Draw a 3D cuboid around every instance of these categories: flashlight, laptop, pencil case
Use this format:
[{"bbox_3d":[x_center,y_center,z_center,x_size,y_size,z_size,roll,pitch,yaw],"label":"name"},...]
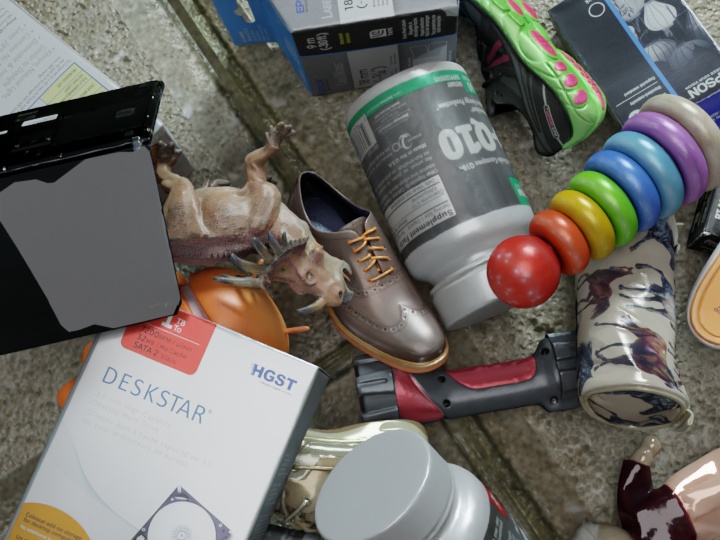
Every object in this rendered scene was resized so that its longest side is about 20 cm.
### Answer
[{"bbox_3d":[0.096,0.086,0.792,0.200,0.068,0.068,-11,34,-1],"label":"flashlight"},{"bbox_3d":[-0.222,-0.043,0.701,0.177,0.200,0.103,-13,120,0],"label":"laptop"},{"bbox_3d":[0.212,0.030,0.751,0.089,0.078,0.200,3,54,9],"label":"pencil case"}]

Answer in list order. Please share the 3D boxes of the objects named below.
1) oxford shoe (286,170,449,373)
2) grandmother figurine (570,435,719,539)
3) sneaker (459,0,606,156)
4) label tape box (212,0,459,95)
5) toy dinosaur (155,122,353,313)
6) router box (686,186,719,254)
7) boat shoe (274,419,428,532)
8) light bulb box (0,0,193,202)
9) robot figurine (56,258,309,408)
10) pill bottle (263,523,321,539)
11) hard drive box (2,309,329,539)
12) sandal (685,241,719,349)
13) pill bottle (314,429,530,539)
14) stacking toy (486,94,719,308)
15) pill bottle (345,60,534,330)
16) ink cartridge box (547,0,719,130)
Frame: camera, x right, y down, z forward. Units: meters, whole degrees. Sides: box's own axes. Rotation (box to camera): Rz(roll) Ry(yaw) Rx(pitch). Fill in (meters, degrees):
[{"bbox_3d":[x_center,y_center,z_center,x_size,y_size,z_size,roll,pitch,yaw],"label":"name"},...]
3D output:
[{"bbox_3d":[0.000,0.000,0.784,0.071,0.073,0.200,-31,62,-25],"label":"oxford shoe"},{"bbox_3d":[0.251,0.189,0.761,0.200,0.061,0.121,-28,69,-4],"label":"grandmother figurine"},{"bbox_3d":[0.126,-0.179,0.833,0.084,0.077,0.200,-50,56,32],"label":"sneaker"},{"bbox_3d":[-0.020,-0.205,0.818,0.200,0.144,0.063,-8,80,3],"label":"label tape box"},{"bbox_3d":[-0.109,-0.031,0.750,0.200,0.086,0.136,-3,59,15],"label":"toy dinosaur"},{"bbox_3d":[0.376,-0.093,0.806,0.150,0.062,0.200,18,80,8],"label":"router box"},{"bbox_3d":[-0.040,0.164,0.745,0.200,0.072,0.065,-5,51,-10],"label":"boat shoe"},{"bbox_3d":[-0.288,-0.092,0.824,0.200,0.125,0.198,39,83,10],"label":"light bulb box"},{"bbox_3d":[-0.142,0.076,0.784,0.200,0.144,0.117,-35,109,-3],"label":"robot figurine"},{"bbox_3d":[-0.091,0.250,0.744,0.200,0.114,0.114,11,79,6],"label":"pill bottle"},{"bbox_3d":[-0.132,0.134,0.674,0.156,0.077,0.200,21,81,8],"label":"hard drive box"},{"bbox_3d":[0.323,-0.031,0.734,0.079,0.059,0.207,29,88,10],"label":"sandal"},{"bbox_3d":[0.064,0.212,0.694,0.114,0.114,0.200,-41,116,-5],"label":"pill bottle"},{"bbox_3d":[0.175,-0.045,0.718,0.200,0.085,0.085,-36,78,-12],"label":"stacking toy"},{"bbox_3d":[0.074,-0.060,0.797,0.113,0.113,0.200,-23,78,-1],"label":"pill bottle"},{"bbox_3d":[0.247,-0.169,0.810,0.099,0.039,0.200,-32,63,12],"label":"ink cartridge box"}]
